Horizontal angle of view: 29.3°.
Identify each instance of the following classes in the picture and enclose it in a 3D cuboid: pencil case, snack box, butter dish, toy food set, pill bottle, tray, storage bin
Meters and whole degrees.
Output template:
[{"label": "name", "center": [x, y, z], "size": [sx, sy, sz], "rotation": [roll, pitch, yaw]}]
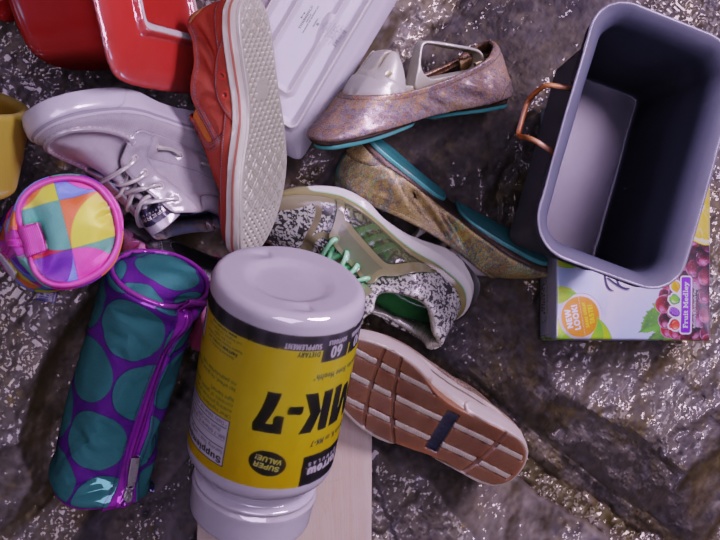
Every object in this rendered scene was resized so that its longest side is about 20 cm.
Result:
[{"label": "pencil case", "center": [-0.177, 0.086, 1.056], "size": [0.084, 0.092, 0.202], "rotation": [-4, 122, -43]}, {"label": "snack box", "center": [0.227, -0.041, 1.184], "size": [0.140, 0.053, 0.203], "rotation": [1, 87, -9]}, {"label": "pencil case", "center": [-0.231, -0.023, 1.034], "size": [0.087, 0.200, 0.090], "rotation": [1, 86, -19]}, {"label": "butter dish", "center": [-0.220, -0.228, 1.063], "size": [0.146, 0.200, 0.202], "rotation": [-10, 93, 14]}, {"label": "toy food set", "center": [-0.065, 0.182, 1.130], "size": [0.141, 0.060, 0.203], "rotation": [2, 80, -10]}, {"label": "pill bottle", "center": [-0.067, 0.095, 1.014], "size": [0.113, 0.115, 0.202], "rotation": [6, 116, -10]}, {"label": "tray", "center": [-0.042, -0.201, 1.108], "size": [0.107, 0.022, 0.201], "rotation": [31, 94, -8]}, {"label": "storage bin", "center": [0.183, -0.091, 1.083], "size": [0.144, 0.134, 0.202], "rotation": [18, 82, -11]}]

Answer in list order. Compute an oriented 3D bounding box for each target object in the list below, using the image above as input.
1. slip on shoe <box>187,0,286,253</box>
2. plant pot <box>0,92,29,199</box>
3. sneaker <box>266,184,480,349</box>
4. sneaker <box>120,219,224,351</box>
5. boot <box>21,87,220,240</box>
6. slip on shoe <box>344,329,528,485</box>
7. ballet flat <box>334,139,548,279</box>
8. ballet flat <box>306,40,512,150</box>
[{"label": "slip on shoe", "center": [-0.100, -0.112, 1.075], "size": [0.060, 0.074, 0.203], "rotation": [0, 99, 28]}, {"label": "plant pot", "center": [-0.359, -0.047, 1.017], "size": [0.198, 0.201, 0.191], "rotation": [11, 101, -10]}, {"label": "sneaker", "center": [0.000, 0.000, 1.108], "size": [0.198, 0.089, 0.077], "rotation": [24, 129, -2]}, {"label": "sneaker", "center": [-0.116, 0.018, 1.121], "size": [0.199, 0.079, 0.096], "rotation": [36, 49, 2]}, {"label": "boot", "center": [-0.167, -0.076, 1.047], "size": [0.073, 0.199, 0.097], "rotation": [-26, 75, 30]}, {"label": "slip on shoe", "center": [0.051, 0.105, 1.126], "size": [0.199, 0.061, 0.076], "rotation": [29, 106, -19]}, {"label": "ballet flat", "center": [0.064, -0.037, 1.155], "size": [0.199, 0.071, 0.071], "rotation": [34, 83, -8]}, {"label": "ballet flat", "center": [0.038, -0.152, 1.129], "size": [0.198, 0.068, 0.068], "rotation": [-18, 112, -32]}]
